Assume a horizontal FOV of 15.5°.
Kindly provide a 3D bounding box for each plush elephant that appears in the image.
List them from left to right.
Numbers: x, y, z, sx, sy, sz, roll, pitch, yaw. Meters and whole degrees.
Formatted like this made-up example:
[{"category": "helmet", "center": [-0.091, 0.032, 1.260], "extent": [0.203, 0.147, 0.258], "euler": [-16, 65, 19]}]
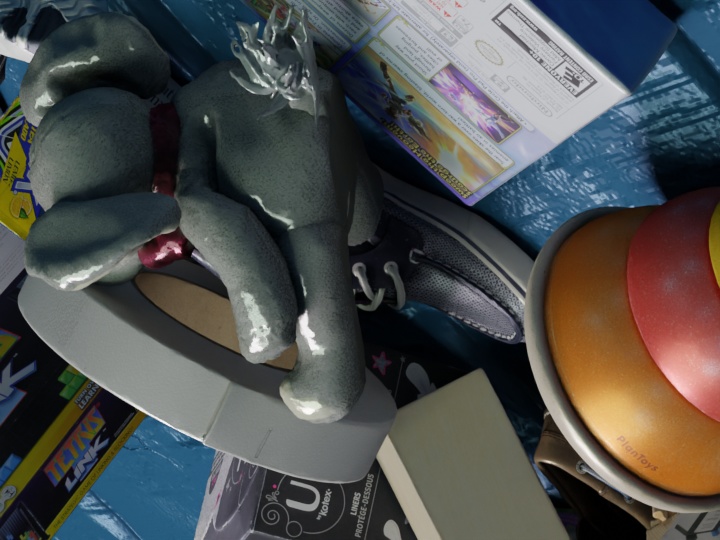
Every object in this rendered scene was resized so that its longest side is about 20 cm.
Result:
[{"category": "plush elephant", "center": [-0.083, -0.036, 1.219], "extent": [0.154, 0.165, 0.201], "euler": [-4, 139, 10]}]

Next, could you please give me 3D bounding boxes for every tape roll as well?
[{"category": "tape roll", "center": [-0.076, 0.041, 1.330], "extent": [0.202, 0.037, 0.203], "euler": [27, -170, -5]}]

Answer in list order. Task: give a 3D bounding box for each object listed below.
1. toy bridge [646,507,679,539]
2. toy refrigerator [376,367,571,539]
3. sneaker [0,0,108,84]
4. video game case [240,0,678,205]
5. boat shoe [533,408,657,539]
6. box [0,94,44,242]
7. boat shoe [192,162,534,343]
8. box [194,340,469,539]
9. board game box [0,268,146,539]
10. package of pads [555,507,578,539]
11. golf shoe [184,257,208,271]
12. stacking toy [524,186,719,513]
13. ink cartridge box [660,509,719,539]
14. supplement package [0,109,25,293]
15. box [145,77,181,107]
[{"category": "toy bridge", "center": [0.220, 0.175, 1.375], "extent": [0.200, 0.067, 0.027], "euler": [38, 124, -25]}, {"category": "toy refrigerator", "center": [0.081, 0.157, 1.393], "extent": [0.201, 0.070, 0.076], "euler": [62, 171, 7]}, {"category": "sneaker", "center": [-0.196, -0.131, 1.419], "extent": [0.198, 0.080, 0.130], "euler": [23, 152, 31]}, {"category": "video game case", "center": [0.020, -0.130, 1.163], "extent": [0.200, 0.046, 0.181], "euler": [42, 156, -6]}, {"category": "boat shoe", "center": [0.151, 0.140, 1.409], "extent": [0.072, 0.072, 0.200], "euler": [0, 135, 54]}, {"category": "box", "center": [-0.171, -0.051, 1.453], "extent": [0.064, 0.070, 0.200], "euler": [40, 177, -2]}, {"category": "boat shoe", "center": [0.000, 0.000, 1.354], "extent": [0.199, 0.093, 0.075], "euler": [32, 154, 16]}, {"category": "box", "center": [-0.023, 0.129, 1.528], "extent": [0.114, 0.133, 0.200], "euler": [17, 157, -11]}, {"category": "board game box", "center": [-0.237, 0.094, 1.707], "extent": [0.165, 0.200, 0.057], "euler": [20, 151, 33]}, {"category": "package of pads", "center": [0.119, 0.210, 1.574], "extent": [0.155, 0.068, 0.200], "euler": [49, 153, -22]}, {"category": "golf shoe", "center": [-0.091, 0.038, 1.524], "extent": [0.092, 0.072, 0.200], "euler": [55, 172, 25]}, {"category": "stacking toy", "center": [0.179, 0.007, 1.124], "extent": [0.146, 0.146, 0.200], "euler": [44, 137, -11]}, {"category": "ink cartridge box", "center": [0.227, 0.161, 1.190], "extent": [0.147, 0.200, 0.145], "euler": [1, 134, 53]}, {"category": "supplement package", "center": [-0.290, -0.069, 1.601], "extent": [0.121, 0.120, 0.200], "euler": [24, 151, 32]}, {"category": "box", "center": [-0.080, -0.052, 1.439], "extent": [0.200, 0.041, 0.039], "euler": [42, 157, -5]}]
